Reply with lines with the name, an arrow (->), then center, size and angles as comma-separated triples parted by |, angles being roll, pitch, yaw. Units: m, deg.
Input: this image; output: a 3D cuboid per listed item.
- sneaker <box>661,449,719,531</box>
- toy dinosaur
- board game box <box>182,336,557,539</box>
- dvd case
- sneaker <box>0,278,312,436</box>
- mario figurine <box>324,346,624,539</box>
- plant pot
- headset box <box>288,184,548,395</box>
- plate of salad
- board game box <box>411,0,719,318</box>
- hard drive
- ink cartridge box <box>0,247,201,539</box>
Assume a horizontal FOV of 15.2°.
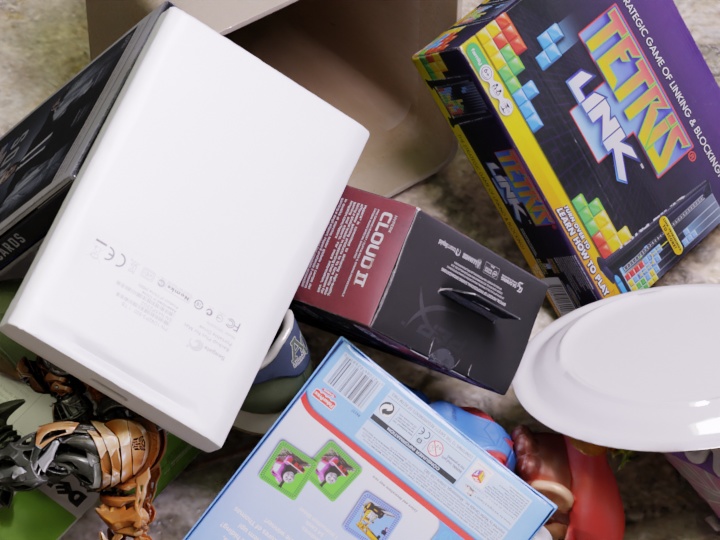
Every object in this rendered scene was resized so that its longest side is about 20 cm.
sneaker -> 0.219, 0.114, 1.600 | 0.080, 0.089, 0.200 | -32, 42, -28
toy dinosaur -> -0.152, 0.088, 1.440 | 0.135, 0.102, 0.200 | -7, 67, 7
board game box -> -0.013, 0.161, 1.476 | 0.151, 0.037, 0.200 | 38, 87, 4
dvd case -> -0.183, -0.057, 1.545 | 0.025, 0.200, 0.150 | 39, 46, -18
sneaker -> -0.121, 0.028, 1.505 | 0.200, 0.090, 0.067 | 15, 56, 3
mario figurine -> 0.057, 0.126, 1.555 | 0.200, 0.106, 0.124 | 24, 53, -9
plant pot -> -0.069, -0.148, 1.683 | 0.200, 0.200, 0.177 | -29, 52, -26
headset box -> 0.000, 0.000, 1.553 | 0.200, 0.149, 0.075 | 19, 84, 39
plate of salad -> 0.188, 0.062, 1.560 | 0.200, 0.048, 0.200 | -7, 25, 3
board game box -> 0.146, -0.093, 1.682 | 0.165, 0.057, 0.200 | -40, 108, -29
hard drive -> -0.091, -0.023, 1.434 | 0.132, 0.026, 0.200 | 32, 67, -16
ink cartridge box -> -0.178, 0.080, 1.564 | 0.148, 0.076, 0.200 | 35, 60, 16
